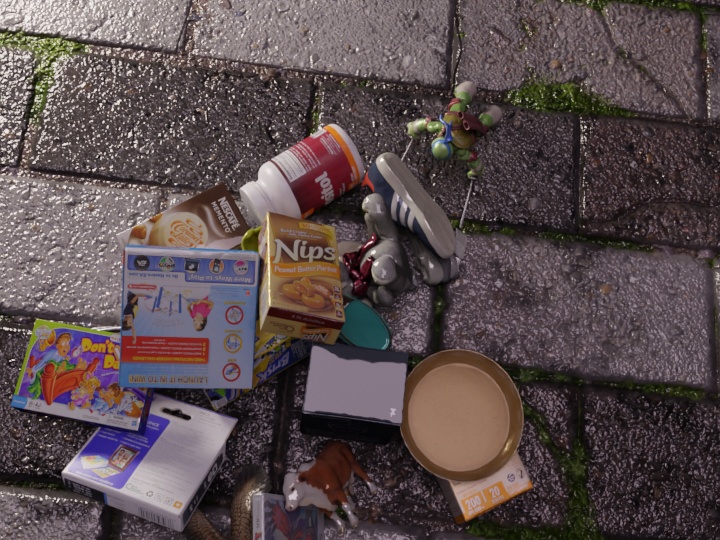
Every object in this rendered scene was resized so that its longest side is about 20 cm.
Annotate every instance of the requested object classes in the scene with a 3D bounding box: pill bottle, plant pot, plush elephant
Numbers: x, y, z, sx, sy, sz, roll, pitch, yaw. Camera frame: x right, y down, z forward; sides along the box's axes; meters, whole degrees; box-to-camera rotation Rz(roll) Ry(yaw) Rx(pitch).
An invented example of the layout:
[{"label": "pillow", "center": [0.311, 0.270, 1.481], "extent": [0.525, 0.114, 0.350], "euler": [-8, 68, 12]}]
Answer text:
[{"label": "pill bottle", "center": [-0.099, -0.151, 1.506], "extent": [0.198, 0.113, 0.114], "euler": [-33, 78, -13]}, {"label": "plant pot", "center": [0.153, 0.224, 1.376], "extent": [0.195, 0.028, 0.205], "euler": [1, 70, -4]}, {"label": "plush elephant", "center": [0.000, 0.000, 1.453], "extent": [0.151, 0.200, 0.168], "euler": [-17, 60, 13]}]

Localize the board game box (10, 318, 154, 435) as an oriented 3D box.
[{"label": "board game box", "center": [-0.409, 0.161, 1.351], "extent": [0.195, 0.045, 0.138], "euler": [10, 72, 3]}]

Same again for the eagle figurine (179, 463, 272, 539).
[{"label": "eagle figurine", "center": [-0.196, 0.392, 1.312], "extent": [0.149, 0.151, 0.204], "euler": [-29, 68, 24]}]

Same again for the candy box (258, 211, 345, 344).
[{"label": "candy box", "center": [-0.089, 0.009, 1.315], "extent": [0.113, 0.056, 0.203], "euler": [13, 42, -19]}]

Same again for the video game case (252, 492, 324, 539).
[{"label": "video game case", "center": [-0.099, 0.421, 1.285], "extent": [0.022, 0.200, 0.187], "euler": [-10, 71, 21]}]

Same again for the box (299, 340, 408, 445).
[{"label": "box", "center": [-0.014, 0.190, 1.358], "extent": [0.145, 0.200, 0.110], "euler": [8, 71, -3]}]

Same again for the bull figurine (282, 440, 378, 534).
[{"label": "bull figurine", "center": [-0.044, 0.321, 1.331], "extent": [0.065, 0.200, 0.122], "euler": [-36, 89, 23]}]

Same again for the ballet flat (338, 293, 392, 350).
[{"label": "ballet flat", "center": [-0.028, 0.072, 1.391], "extent": [0.198, 0.071, 0.068], "euler": [32, 76, 17]}]

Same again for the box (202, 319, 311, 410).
[{"label": "box", "center": [-0.167, 0.134, 1.423], "extent": [0.197, 0.065, 0.070], "euler": [-29, 48, -14]}]

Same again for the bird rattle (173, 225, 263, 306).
[{"label": "bird rattle", "center": [-0.210, 0.026, 1.412], "extent": [0.197, 0.165, 0.114], "euler": [-25, 55, -12]}]

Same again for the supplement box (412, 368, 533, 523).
[{"label": "supplement box", "center": [0.170, 0.278, 1.413], "extent": [0.124, 0.074, 0.203], "euler": [-22, 75, -12]}]

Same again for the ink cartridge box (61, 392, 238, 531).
[{"label": "ink cartridge box", "center": [-0.310, 0.277, 1.345], "extent": [0.194, 0.044, 0.201], "euler": [15, 38, 13]}]

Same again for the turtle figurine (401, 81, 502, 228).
[{"label": "turtle figurine", "center": [0.157, -0.226, 1.574], "extent": [0.141, 0.203, 0.195], "euler": [20, 49, 25]}]

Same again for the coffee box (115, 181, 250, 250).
[{"label": "coffee box", "center": [-0.285, -0.045, 1.471], "extent": [0.197, 0.080, 0.116], "euler": [-29, 77, -13]}]

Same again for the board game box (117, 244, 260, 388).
[{"label": "board game box", "center": [-0.250, 0.068, 1.306], "extent": [0.195, 0.056, 0.201], "euler": [3, 94, -14]}]

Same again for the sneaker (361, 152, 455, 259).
[{"label": "sneaker", "center": [0.076, -0.092, 1.471], "extent": [0.202, 0.084, 0.075], "euler": [55, 34, 8]}]

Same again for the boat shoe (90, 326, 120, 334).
[{"label": "boat shoe", "center": [-0.403, 0.122, 1.415], "extent": [0.197, 0.065, 0.076], "euler": [-7, 72, -7]}]

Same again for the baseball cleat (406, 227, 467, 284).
[{"label": "baseball cleat", "center": [0.123, -0.078, 1.534], "extent": [0.104, 0.070, 0.205], "euler": [-11, 82, -17]}]
